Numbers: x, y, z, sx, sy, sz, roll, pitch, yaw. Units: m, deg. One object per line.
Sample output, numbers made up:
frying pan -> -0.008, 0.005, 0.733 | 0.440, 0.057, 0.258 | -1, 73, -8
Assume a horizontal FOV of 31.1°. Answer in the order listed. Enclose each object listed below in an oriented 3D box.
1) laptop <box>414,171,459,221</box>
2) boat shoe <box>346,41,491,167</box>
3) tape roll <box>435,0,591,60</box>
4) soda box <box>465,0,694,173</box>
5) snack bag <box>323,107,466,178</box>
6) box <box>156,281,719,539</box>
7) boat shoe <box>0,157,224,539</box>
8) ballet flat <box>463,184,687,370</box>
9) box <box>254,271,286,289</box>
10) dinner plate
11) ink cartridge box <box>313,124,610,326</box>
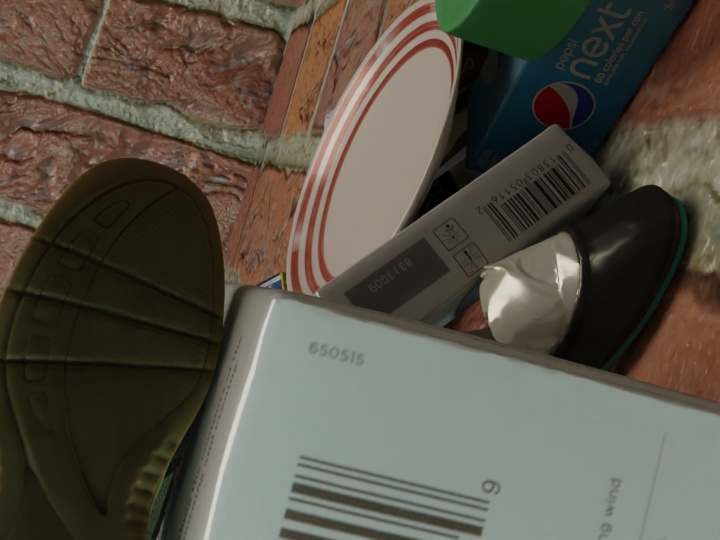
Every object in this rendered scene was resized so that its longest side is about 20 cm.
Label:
laptop -> 0.000, 0.000, 0.980 | 0.200, 0.103, 0.177 | -111, 35, -43
boat shoe -> 0.067, -0.135, 0.799 | 0.202, 0.075, 0.075 | -44, 27, 31
tape roll -> 0.094, -0.204, 0.628 | 0.200, 0.048, 0.201 | -162, 90, -79
soda box -> 0.121, -0.134, 0.683 | 0.200, 0.064, 0.068 | 118, 163, -46
snack bag -> 0.038, -0.113, 0.943 | 0.189, 0.021, 0.200 | -34, 28, 26
box -> 0.022, 0.122, 0.464 | 0.171, 0.200, 0.199 | -179, 104, -76
boat shoe -> -0.093, 0.062, 0.412 | 0.066, 0.072, 0.201 | 142, 139, -60
ballet flat -> 0.082, 0.035, 0.624 | 0.068, 0.068, 0.200 | -99, 24, -42
box -> -0.053, 0.107, 1.023 | 0.064, 0.070, 0.200 | -27, 55, 26
dinner plate -> 0.011, -0.063, 0.747 | 0.200, 0.024, 0.200 | -54, 23, 36
ink cartridge box -> 0.040, 0.017, 0.717 | 0.160, 0.047, 0.200 | -36, -13, -18
